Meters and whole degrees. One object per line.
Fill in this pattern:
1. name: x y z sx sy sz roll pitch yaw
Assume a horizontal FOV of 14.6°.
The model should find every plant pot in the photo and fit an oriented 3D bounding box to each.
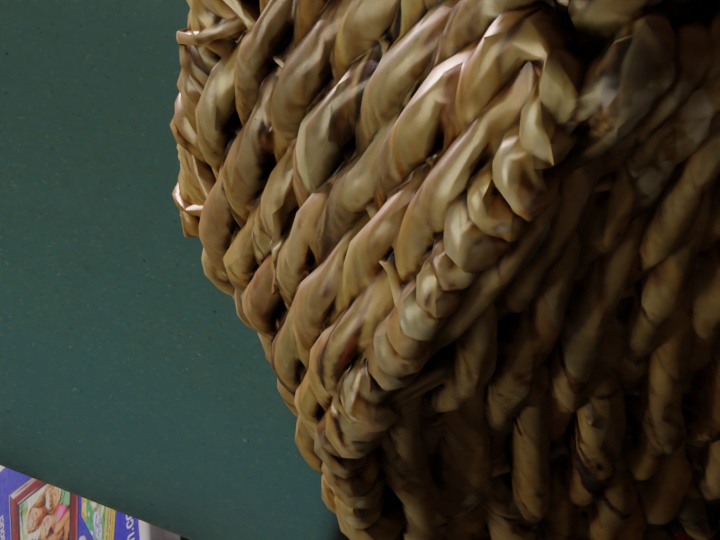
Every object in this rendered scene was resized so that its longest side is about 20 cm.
1. plant pot: -0.029 -0.061 0.628 0.200 0.141 0.142 114 177 -46

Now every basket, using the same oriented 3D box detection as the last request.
1. basket: 0.033 -0.052 0.422 0.200 0.142 0.149 95 154 -67

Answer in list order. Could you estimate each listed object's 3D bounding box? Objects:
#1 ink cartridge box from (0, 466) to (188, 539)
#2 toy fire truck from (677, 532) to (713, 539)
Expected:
1. ink cartridge box: -0.102 0.071 0.864 0.200 0.047 0.198 -40 48 45
2. toy fire truck: 0.052 0.049 0.684 0.200 0.112 0.169 126 148 -78
